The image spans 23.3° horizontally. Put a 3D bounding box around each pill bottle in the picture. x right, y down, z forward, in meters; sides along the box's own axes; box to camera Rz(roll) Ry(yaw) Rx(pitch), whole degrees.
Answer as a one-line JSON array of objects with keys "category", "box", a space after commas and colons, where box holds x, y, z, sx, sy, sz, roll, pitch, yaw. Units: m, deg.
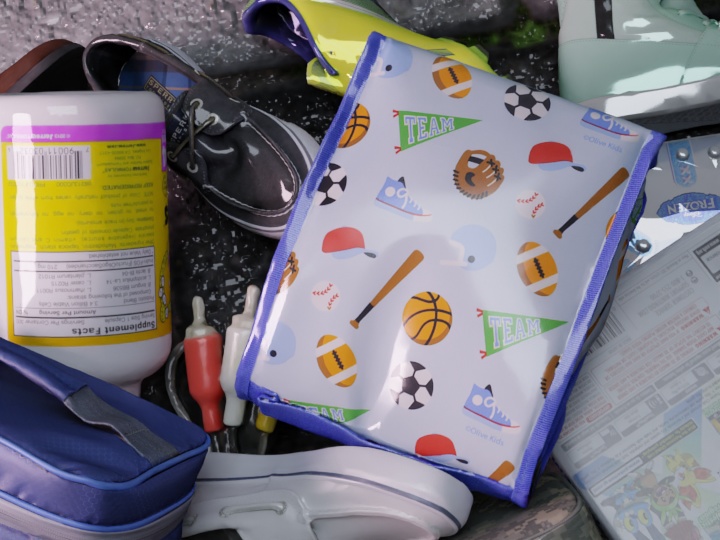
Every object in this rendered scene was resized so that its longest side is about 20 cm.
[{"category": "pill bottle", "box": [-0.160, 0.000, 0.988, 0.104, 0.104, 0.200, 0, 97, 4]}]

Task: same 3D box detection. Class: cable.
[{"category": "cable", "box": [-0.075, 0.110, 0.984, 0.097, 0.050, 0.200, 0, 79, 21]}]

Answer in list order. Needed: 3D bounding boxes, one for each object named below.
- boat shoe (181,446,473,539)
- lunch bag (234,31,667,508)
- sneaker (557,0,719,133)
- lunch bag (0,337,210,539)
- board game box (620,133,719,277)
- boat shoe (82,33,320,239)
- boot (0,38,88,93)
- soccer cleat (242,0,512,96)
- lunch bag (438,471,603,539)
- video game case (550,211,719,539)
[{"category": "boat shoe", "box": [-0.035, 0.135, 0.905, 0.200, 0.074, 0.065, -7, 53, 35]}, {"category": "lunch bag", "box": [0.045, 0.006, 0.912, 0.170, 0.124, 0.200, 19, 73, 11]}, {"category": "sneaker", "box": [0.216, -0.150, 1.057, 0.200, 0.074, 0.118, -8, 75, 4]}, {"category": "lunch bag", "box": [-0.183, 0.100, 0.869, 0.200, 0.136, 0.133, 23, 102, 16]}, {"category": "board game box", "box": [0.207, 0.010, 1.026, 0.200, 0.026, 0.200, -8, 69, 1]}, {"category": "boat shoe", "box": [-0.097, -0.086, 1.032, 0.200, 0.066, 0.070, 44, 108, 34]}, {"category": "boot", "box": [-0.293, -0.121, 1.108, 0.200, 0.068, 0.188, 41, 85, 24]}, {"category": "soccer cleat", "box": [0.013, -0.120, 1.065, 0.200, 0.065, 0.084, 37, 59, 23]}, {"category": "lunch bag", "box": [0.061, 0.217, 0.903, 0.200, 0.139, 0.168, -24, 97, -4]}, {"category": "video game case", "box": [0.205, 0.073, 0.978, 0.200, 0.022, 0.182, -32, 71, -8]}]
